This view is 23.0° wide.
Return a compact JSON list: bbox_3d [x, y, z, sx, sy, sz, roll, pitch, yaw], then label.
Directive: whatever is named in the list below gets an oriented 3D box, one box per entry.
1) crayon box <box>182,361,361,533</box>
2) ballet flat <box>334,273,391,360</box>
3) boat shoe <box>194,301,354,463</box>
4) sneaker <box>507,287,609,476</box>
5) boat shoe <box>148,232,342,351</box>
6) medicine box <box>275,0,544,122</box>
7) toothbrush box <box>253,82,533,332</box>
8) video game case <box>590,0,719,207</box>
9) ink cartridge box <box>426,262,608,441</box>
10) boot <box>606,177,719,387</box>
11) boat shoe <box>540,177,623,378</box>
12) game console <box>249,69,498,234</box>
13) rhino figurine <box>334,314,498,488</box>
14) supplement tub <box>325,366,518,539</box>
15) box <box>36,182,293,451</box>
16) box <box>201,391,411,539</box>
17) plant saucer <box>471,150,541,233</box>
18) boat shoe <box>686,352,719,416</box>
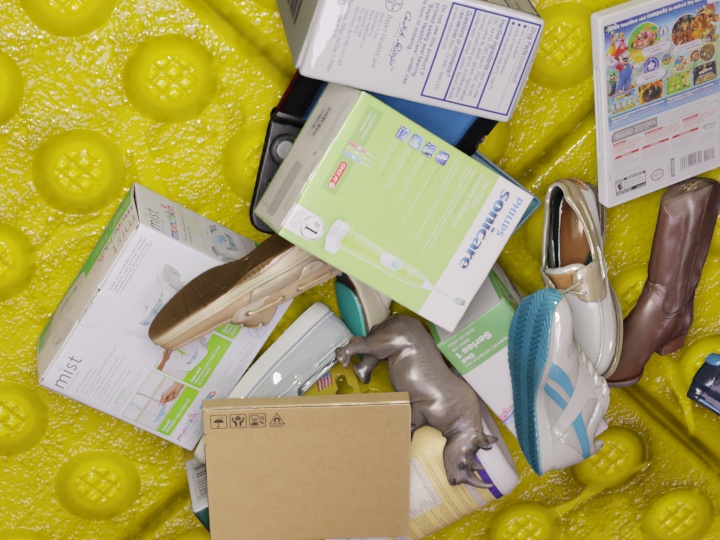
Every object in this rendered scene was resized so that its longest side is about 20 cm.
[{"bbox_3d":[-0.080,0.173,1.795,0.199,0.127,0.051,-26,128,7],"label":"crayon box"},{"bbox_3d":[0.000,0.000,1.761,0.069,0.070,0.201,-20,120,1],"label":"ballet flat"},{"bbox_3d":[-0.080,0.123,1.746,0.071,0.070,0.201,39,75,8],"label":"boat shoe"},{"bbox_3d":[0.190,0.099,1.681,0.080,0.077,0.201,-15,126,-14],"label":"sneaker"},{"bbox_3d":[-0.102,0.024,1.642,0.199,0.071,0.065,-31,116,-2],"label":"boat shoe"},{"bbox_3d":[0.040,-0.231,1.570,0.199,0.182,0.103,12,116,-16],"label":"medicine box"},{"bbox_3d":[0.030,-0.059,1.589,0.199,0.086,0.146,29,94,-24],"label":"toothbrush box"},{"bbox_3d":[0.289,-0.172,1.719,0.143,0.018,0.201,-20,122,-21],"label":"video game case"},{"bbox_3d":[0.149,0.082,1.783,0.084,0.145,0.200,-36,119,9],"label":"ink cartridge box"},{"bbox_3d":[0.292,0.005,1.780,0.186,0.064,0.201,-26,136,-47],"label":"boot"},{"bbox_3d":[0.208,0.009,1.740,0.074,0.201,0.068,-13,167,31],"label":"boat shoe"},{"bbox_3d":[0.015,-0.098,1.649,0.199,0.119,0.173,12,91,-15],"label":"game console"},{"bbox_3d":[0.068,0.132,1.733,0.087,0.060,0.200,-38,85,9],"label":"rhino figurine"},{"bbox_3d":[0.047,0.205,1.832,0.199,0.146,0.146,-29,120,5],"label":"supplement tub"},{"bbox_3d":[-0.193,0.048,1.729,0.176,0.097,0.200,26,111,-22],"label":"box"},{"bbox_3d":[-0.051,0.193,1.712,0.199,0.021,0.164,-2,121,-3],"label":"box"},{"bbox_3d":[0.086,-0.100,1.746,0.200,0.019,0.070,35,106,-26],"label":"plant saucer"},{"bbox_3d":[0.424,0.174,1.929,0.200,0.084,0.069,44,84,-13],"label":"boat shoe"}]
